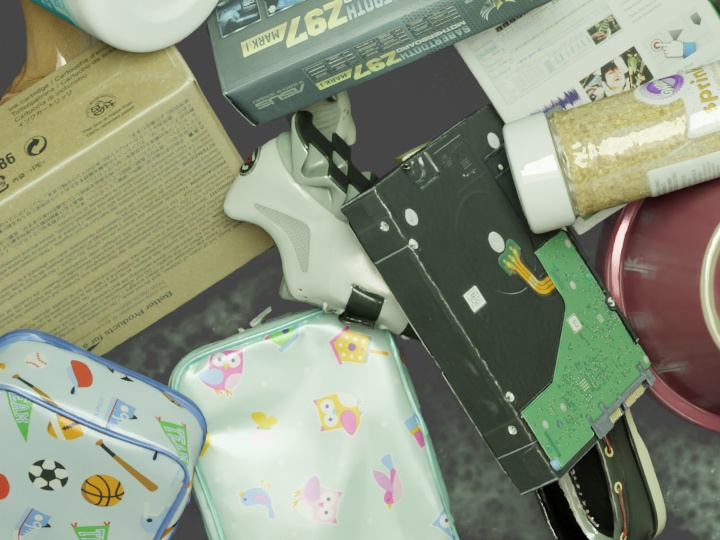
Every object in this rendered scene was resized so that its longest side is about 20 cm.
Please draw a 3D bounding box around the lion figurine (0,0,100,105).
[{"bbox_3d":[-0.185,-0.145,1.452,0.122,0.072,0.202,-3,77,7],"label":"lion figurine"}]

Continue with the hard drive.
[{"bbox_3d":[0.085,0.015,1.375,0.038,0.140,0.201,-30,96,42],"label":"hard drive"}]

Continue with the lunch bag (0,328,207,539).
[{"bbox_3d":[-0.186,0.141,1.409,0.159,0.076,0.201,23,124,-12],"label":"lunch bag"}]

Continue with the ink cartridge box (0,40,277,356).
[{"bbox_3d":[-0.166,-0.035,1.400,0.199,0.165,0.075,-32,51,-3],"label":"ink cartridge box"}]

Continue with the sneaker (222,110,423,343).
[{"bbox_3d":[0.000,0.000,1.402,0.088,0.074,0.200,-39,105,21],"label":"sneaker"}]

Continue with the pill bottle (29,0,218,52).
[{"bbox_3d":[-0.172,-0.208,1.358,0.110,0.200,0.111,-23,127,-35],"label":"pill bottle"}]

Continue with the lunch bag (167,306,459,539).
[{"bbox_3d":[-0.034,0.122,1.454,0.159,0.077,0.201,-19,92,-1],"label":"lunch bag"}]

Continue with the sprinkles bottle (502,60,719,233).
[{"bbox_3d":[0.185,-0.081,1.353,0.199,0.068,0.069,-17,92,5],"label":"sprinkles bottle"}]

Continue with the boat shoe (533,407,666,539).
[{"bbox_3d":[0.127,0.090,1.458,0.063,0.073,0.202,-27,95,-46],"label":"boat shoe"}]

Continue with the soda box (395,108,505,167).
[{"bbox_3d":[0.125,-0.084,1.464,0.199,0.064,0.068,-26,94,-2],"label":"soda box"}]

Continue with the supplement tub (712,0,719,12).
[{"bbox_3d":[0.183,-0.240,1.436,0.199,0.123,0.123,31,89,-3],"label":"supplement tub"}]

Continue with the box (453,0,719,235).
[{"bbox_3d":[0.137,-0.142,1.388,0.144,0.036,0.201,-32,106,10],"label":"box"}]

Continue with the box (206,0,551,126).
[{"bbox_3d":[0.001,-0.193,1.349,0.199,0.051,0.159,-23,60,15],"label":"box"}]

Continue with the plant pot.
[{"bbox_3d":[0.252,0.007,1.417,0.198,0.179,0.202,0,92,-3],"label":"plant pot"}]

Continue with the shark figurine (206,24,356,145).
[{"bbox_3d":[-0.050,-0.170,1.427,0.089,0.128,0.216,-3,90,7],"label":"shark figurine"}]
